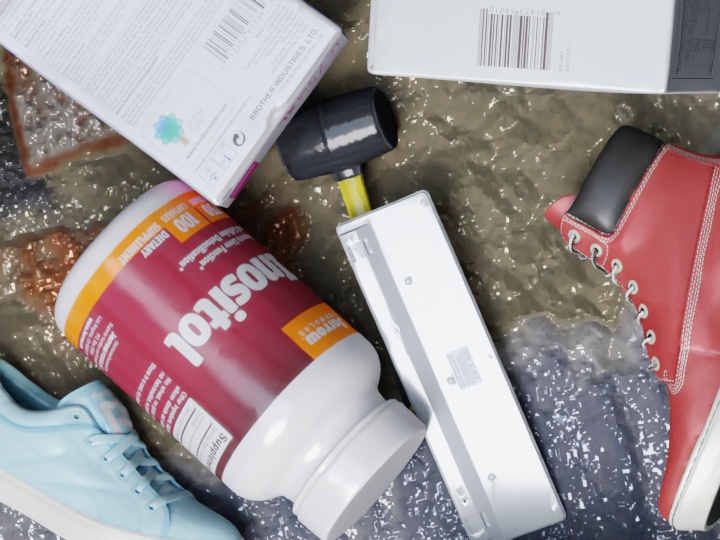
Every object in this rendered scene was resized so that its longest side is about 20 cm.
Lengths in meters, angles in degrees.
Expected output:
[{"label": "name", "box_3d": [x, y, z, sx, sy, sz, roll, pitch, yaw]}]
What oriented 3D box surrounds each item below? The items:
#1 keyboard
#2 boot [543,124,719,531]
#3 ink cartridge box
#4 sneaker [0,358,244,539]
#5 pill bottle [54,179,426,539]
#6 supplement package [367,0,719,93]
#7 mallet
[{"label": "keyboard", "box_3d": [0.050, 0.057, 1.403, 0.056, 0.011, 0.200, -23, 96, 7]}, {"label": "boot", "box_3d": [0.156, 0.029, 1.354, 0.144, 0.072, 0.200, 16, 90, 17]}, {"label": "ink cartridge box", "box_3d": [-0.120, -0.140, 1.403, 0.200, 0.042, 0.119, 36, 92, 5]}, {"label": "sneaker", "box_3d": [-0.150, 0.110, 1.457, 0.200, 0.074, 0.082, 22, 103, 15]}, {"label": "pill bottle", "box_3d": [-0.064, 0.052, 1.404, 0.200, 0.113, 0.113, 41, 105, 11]}, {"label": "supplement package", "box_3d": [0.109, -0.168, 1.285, 0.152, 0.200, 0.151, 6, 96, 18]}, {"label": "mallet", "box_3d": [0.000, 0.000, 1.422, 0.066, 0.041, 0.200, -9, 95, 17]}]
